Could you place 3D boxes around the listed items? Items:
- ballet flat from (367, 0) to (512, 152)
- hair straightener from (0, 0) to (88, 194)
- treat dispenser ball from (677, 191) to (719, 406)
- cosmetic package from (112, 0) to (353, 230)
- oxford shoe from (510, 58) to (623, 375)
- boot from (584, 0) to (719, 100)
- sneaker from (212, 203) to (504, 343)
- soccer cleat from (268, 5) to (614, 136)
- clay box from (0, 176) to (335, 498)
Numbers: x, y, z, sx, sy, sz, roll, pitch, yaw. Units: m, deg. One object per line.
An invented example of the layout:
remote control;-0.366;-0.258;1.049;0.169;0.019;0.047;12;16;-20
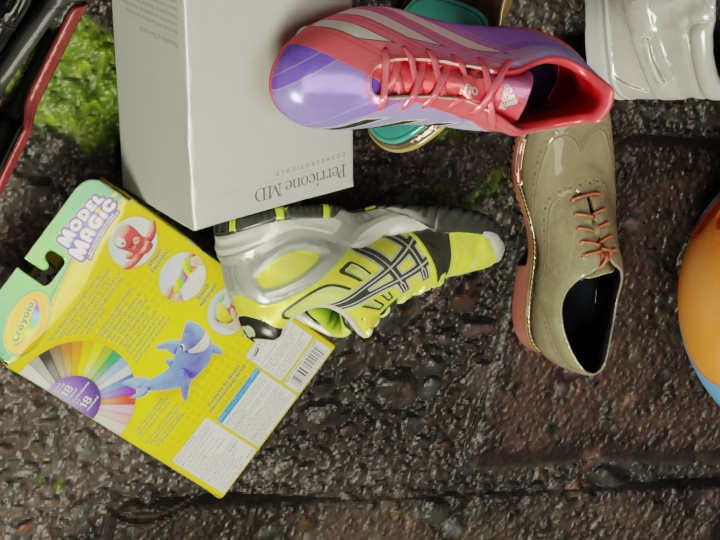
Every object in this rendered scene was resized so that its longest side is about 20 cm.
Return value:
ballet flat;0.067;-0.157;1.194;0.063;0.069;0.201;3;115;-62
hair straightener;-0.193;-0.106;1.073;0.077;0.041;0.200;28;95;-37
treat dispenser ball;0.303;0.018;1.322;0.200;0.201;0.202;-12;117;-26
cosmetic package;-0.068;-0.134;1.104;0.113;0.081;0.201;-19;119;-32
oxford shoe;0.139;-0.031;1.281;0.070;0.075;0.201;-14;116;-22
boot;0.179;-0.196;1.203;0.073;0.095;0.201;-32;121;-45
sneaker;0.000;0.000;1.195;0.199;0.075;0.077;-4;90;-36
soccer cleat;0.045;-0.101;1.104;0.199;0.076;0.067;-2;110;-37
clay box;-0.121;0.034;1.173;0.200;0.048;0.115;38;89;-35
